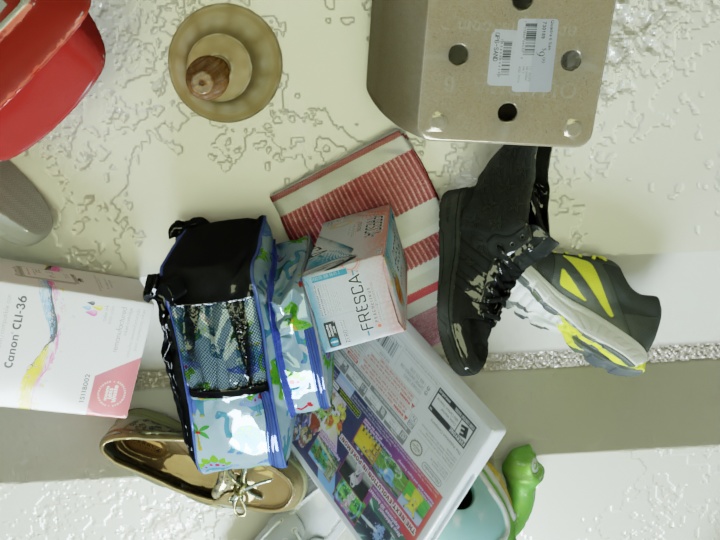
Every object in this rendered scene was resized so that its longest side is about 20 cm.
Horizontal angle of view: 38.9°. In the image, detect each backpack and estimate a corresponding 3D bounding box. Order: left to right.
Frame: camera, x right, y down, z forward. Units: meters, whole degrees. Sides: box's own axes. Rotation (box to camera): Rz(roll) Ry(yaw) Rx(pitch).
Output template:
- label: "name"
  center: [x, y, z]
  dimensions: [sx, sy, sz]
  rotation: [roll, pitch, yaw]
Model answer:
- label: "backpack"
  center: [-0.095, 0.068, 0.888]
  dimensions: [0.145, 0.183, 0.203]
  rotation: [-4, 110, -1]

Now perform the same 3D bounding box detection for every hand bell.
- label: "hand bell"
  center: [-0.118, -0.161, 0.819]
  dimensions: [0.103, 0.200, 0.106]
  rotation: [0, 104, -2]

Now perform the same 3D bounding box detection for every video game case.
- label: "video game case"
  center: [0.021, 0.145, 0.908]
  dimensions: [0.023, 0.200, 0.184]
  rotation: [7, 120, -44]

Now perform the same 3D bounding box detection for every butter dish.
- label: "butter dish"
  center: [-0.289, -0.178, 0.844]
  dimensions: [0.200, 0.148, 0.200]
  rotation: [-41, 59, 7]

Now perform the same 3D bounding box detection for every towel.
- label: "towel"
  center: [0.021, -0.014, 0.956]
  dimensions: [0.143, 0.023, 0.202]
  rotation: [-26, 102, 6]

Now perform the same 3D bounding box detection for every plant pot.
- label: "plant pot"
  center: [0.109, -0.197, 0.808]
  dimensions: [0.197, 0.178, 0.202]
  rotation: [3, 119, -2]

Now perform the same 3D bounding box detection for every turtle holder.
- label: "turtle holder"
  center: [0.092, 0.229, 0.959]
  dimensions: [0.183, 0.141, 0.134]
  rotation: [-5, 103, 0]

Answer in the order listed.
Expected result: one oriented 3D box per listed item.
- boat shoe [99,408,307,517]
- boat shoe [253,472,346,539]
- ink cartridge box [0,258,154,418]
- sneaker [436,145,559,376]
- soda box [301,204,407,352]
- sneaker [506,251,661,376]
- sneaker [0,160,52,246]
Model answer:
- label: "boat shoe"
  center: [-0.148, 0.189, 0.964]
  dimensions: [0.197, 0.063, 0.074]
  rotation: [14, 100, 3]
- label: "boat shoe"
  center: [-0.072, 0.270, 0.998]
  dimensions: [0.199, 0.069, 0.072]
  rotation: [-40, 103, 7]
- label: "ink cartridge box"
  center: [-0.296, 0.057, 0.902]
  dimensions: [0.198, 0.067, 0.118]
  rotation: [10, 105, -26]
- label: "sneaker"
  center: [0.122, -0.014, 0.879]
  dimensions: [0.103, 0.060, 0.203]
  rotation: [-9, 74, 30]
- label: "soda box"
  center: [0.000, 0.000, 0.845]
  dimensions: [0.068, 0.200, 0.064]
  rotation: [-16, 103, 6]
- label: "sneaker"
  center: [0.194, 0.015, 0.955]
  dimensions: [0.199, 0.074, 0.085]
  rotation: [38, 68, -2]
- label: "sneaker"
  center: [-0.381, -0.065, 0.906]
  dimensions: [0.199, 0.074, 0.116]
  rotation: [38, 114, -14]
